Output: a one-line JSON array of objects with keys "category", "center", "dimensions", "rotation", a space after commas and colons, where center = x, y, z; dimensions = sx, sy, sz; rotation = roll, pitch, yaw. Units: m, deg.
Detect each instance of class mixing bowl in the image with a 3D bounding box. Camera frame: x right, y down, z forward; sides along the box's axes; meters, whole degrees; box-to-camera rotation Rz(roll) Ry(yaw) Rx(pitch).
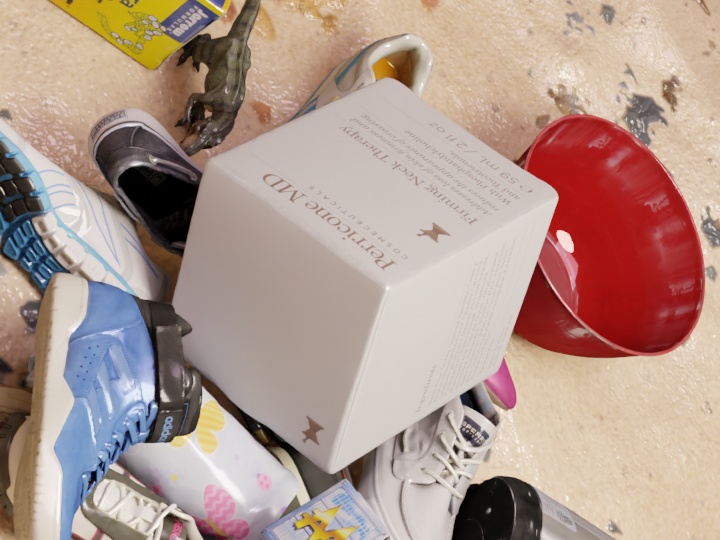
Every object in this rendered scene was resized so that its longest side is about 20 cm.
[{"category": "mixing bowl", "center": [0.166, -0.011, 1.862], "dimensions": [0.199, 0.108, 0.202], "rotation": [19, 59, -35]}]

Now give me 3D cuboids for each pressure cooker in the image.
[{"category": "pressure cooker", "center": [0.135, 0.263, 1.678], "dimensions": [0.199, 0.178, 0.177], "rotation": [33, 51, -20]}]

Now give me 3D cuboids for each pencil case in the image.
[{"category": "pencil case", "center": [-0.133, 0.111, 1.599], "dimensions": [0.200, 0.091, 0.083], "rotation": [46, 55, -14]}]

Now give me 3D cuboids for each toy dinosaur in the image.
[{"category": "toy dinosaur", "center": [-0.106, -0.151, 1.742], "dimensions": [0.047, 0.088, 0.201], "rotation": [26, 56, -25]}]

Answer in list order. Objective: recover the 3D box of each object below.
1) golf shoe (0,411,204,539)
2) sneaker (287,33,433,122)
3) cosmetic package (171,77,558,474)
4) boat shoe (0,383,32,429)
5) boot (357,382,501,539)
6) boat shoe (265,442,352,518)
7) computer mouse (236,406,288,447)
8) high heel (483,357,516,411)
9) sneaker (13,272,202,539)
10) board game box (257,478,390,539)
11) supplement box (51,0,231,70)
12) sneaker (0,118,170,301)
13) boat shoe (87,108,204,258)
[{"category": "golf shoe", "center": [-0.157, 0.156, 1.540], "dimensions": [0.200, 0.088, 0.078], "rotation": [46, 52, -33]}, {"category": "sneaker", "center": [-0.011, -0.106, 1.798], "dimensions": [0.076, 0.081, 0.201], "rotation": [40, 53, -17]}, {"category": "cosmetic package", "center": [0.000, 0.000, 1.625], "dimensions": [0.167, 0.167, 0.200], "rotation": [36, 39, 24]}, {"category": "boat shoe", "center": [-0.289, 0.106, 1.507], "dimensions": [0.199, 0.072, 0.073], "rotation": [13, 64, -40]}, {"category": "boot", "center": [0.053, 0.135, 1.675], "dimensions": [0.073, 0.095, 0.201], "rotation": [39, 23, -25]}, {"category": "boat shoe", "center": [-0.016, 0.215, 1.655], "dimensions": [0.063, 0.074, 0.203], "rotation": [-7, 71, -35]}, {"category": "computer mouse", "center": [-0.024, 0.048, 1.744], "dimensions": [0.200, 0.044, 0.110], "rotation": [-32, 90, -41]}, {"category": "high heel", "center": [0.086, 0.005, 1.813], "dimensions": [0.096, 0.067, 0.201], "rotation": [-32, 78, -6]}, {"category": "sneaker", "center": [-0.153, 0.099, 1.479], "dimensions": [0.110, 0.077, 0.201], "rotation": [13, 52, -15]}, {"category": "board game box", "center": [-0.066, 0.235, 1.530], "dimensions": [0.199, 0.201, 0.062], "rotation": [-4, 36, -38]}, {"category": "supplement box", "center": [-0.139, -0.271, 1.757], "dimensions": [0.109, 0.109, 0.201], "rotation": [33, 54, -21]}, {"category": "sneaker", "center": [-0.206, -0.038, 1.638], "dimensions": [0.200, 0.075, 0.087], "rotation": [53, 43, -16]}, {"category": "boat shoe", "center": [-0.114, -0.036, 1.659], "dimensions": [0.200, 0.072, 0.068], "rotation": [45, 13, -43]}]
